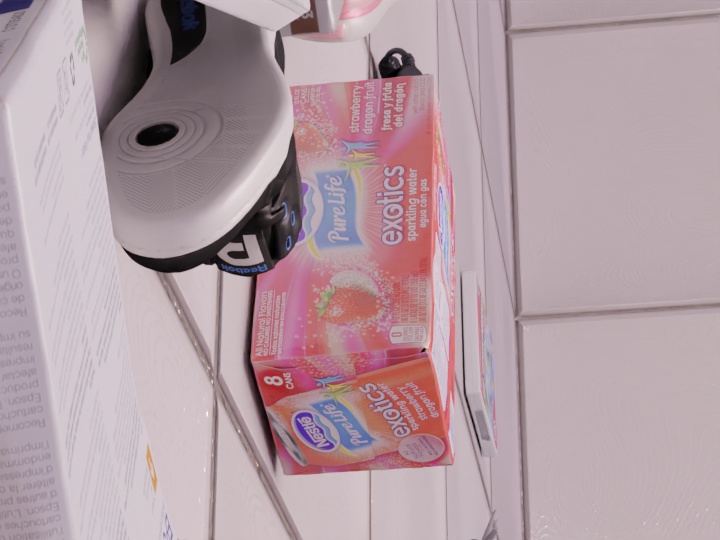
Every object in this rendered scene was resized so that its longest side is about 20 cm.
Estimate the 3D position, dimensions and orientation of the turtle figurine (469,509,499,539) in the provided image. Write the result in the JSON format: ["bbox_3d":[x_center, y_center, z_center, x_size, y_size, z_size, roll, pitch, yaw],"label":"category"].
[{"bbox_3d":[0.054,0.260,1.448,0.150,0.100,0.200,65,32,-27],"label":"turtle figurine"}]

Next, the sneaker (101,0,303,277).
[{"bbox_3d":[-0.053,-0.031,0.878,0.200,0.073,0.112,-85,167,-56],"label":"sneaker"}]

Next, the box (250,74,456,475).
[{"bbox_3d":[0.000,0.000,1.178,0.103,0.094,0.201,78,11,-48],"label":"box"}]

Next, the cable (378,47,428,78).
[{"bbox_3d":[0.036,-0.062,1.705,0.163,0.051,0.201,81,5,-67],"label":"cable"}]

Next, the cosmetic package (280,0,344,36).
[{"bbox_3d":[-0.041,-0.195,1.066,0.200,0.074,0.102,-75,160,-62],"label":"cosmetic package"}]

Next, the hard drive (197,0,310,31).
[{"bbox_3d":[-0.073,-0.151,0.772,0.132,0.026,0.200,59,7,2],"label":"hard drive"}]

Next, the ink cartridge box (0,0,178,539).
[{"bbox_3d":[-0.088,0.029,0.607,0.200,0.040,0.201,-99,180,-74],"label":"ink cartridge box"}]

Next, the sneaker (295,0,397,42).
[{"bbox_3d":[-0.006,-0.214,1.314,0.200,0.075,0.105,-67,158,-65],"label":"sneaker"}]

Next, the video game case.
[{"bbox_3d":[0.132,0.105,2.412,0.200,0.017,0.144,71,16,-64],"label":"video game case"}]
